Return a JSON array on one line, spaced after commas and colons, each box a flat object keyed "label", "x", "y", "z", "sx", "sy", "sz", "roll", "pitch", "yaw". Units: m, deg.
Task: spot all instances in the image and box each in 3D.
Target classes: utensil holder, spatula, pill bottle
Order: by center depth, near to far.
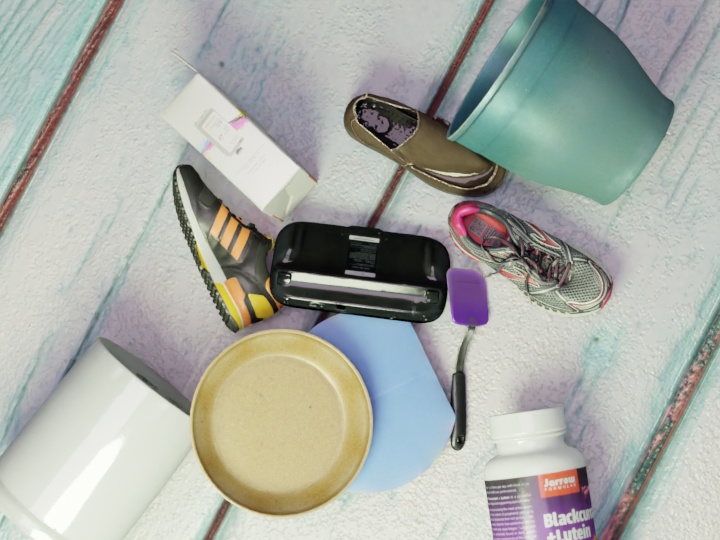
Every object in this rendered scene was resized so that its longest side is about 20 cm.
[{"label": "pill bottle", "x": 0.191, "y": 0.250, "z": 1.678, "sx": 0.110, "sy": 0.111, "sz": 0.202, "roll": -9, "pitch": 84, "yaw": 7}, {"label": "utensil holder", "x": -0.288, "y": 0.197, "z": 1.720, "sx": 0.169, "sy": 0.170, "sz": 0.201, "roll": 37, "pitch": 89, "yaw": 9}, {"label": "spatula", "x": 0.114, "y": 0.099, "z": 1.742, "sx": 0.056, "sy": 0.020, "sz": 0.202, "roll": 3, "pitch": 93, "yaw": -36}]

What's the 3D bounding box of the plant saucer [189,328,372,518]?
[{"label": "plant saucer", "x": -0.087, "y": 0.165, "z": 1.698, "sx": 0.198, "sy": 0.035, "sz": 0.202, "roll": 1, "pitch": 85, "yaw": -10}]

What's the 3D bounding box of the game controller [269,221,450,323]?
[{"label": "game controller", "x": 0.000, "y": 0.000, "z": 1.745, "sx": 0.198, "sy": 0.042, "sz": 0.105, "roll": 8, "pitch": 56, "yaw": 0}]

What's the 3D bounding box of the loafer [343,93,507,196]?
[{"label": "loafer", "x": 0.068, "y": -0.139, "z": 1.747, "sx": 0.198, "sy": 0.071, "sz": 0.074, "roll": 22, "pitch": 88, "yaw": 9}]

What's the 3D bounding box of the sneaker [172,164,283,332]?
[{"label": "sneaker", "x": -0.146, "y": -0.035, "z": 1.777, "sx": 0.089, "sy": 0.070, "sz": 0.202, "roll": -21, "pitch": 81, "yaw": -13}]

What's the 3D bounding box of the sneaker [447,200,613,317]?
[{"label": "sneaker", "x": 0.181, "y": -0.011, "z": 1.720, "sx": 0.199, "sy": 0.075, "sz": 0.081, "roll": 26, "pitch": 89, "yaw": 8}]

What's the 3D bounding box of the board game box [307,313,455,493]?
[{"label": "board game box", "x": 0.010, "y": 0.144, "z": 1.750, "sx": 0.157, "sy": 0.039, "sz": 0.201, "roll": -26, "pitch": 84, "yaw": -1}]

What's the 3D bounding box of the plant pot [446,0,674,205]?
[{"label": "plant pot", "x": 0.223, "y": -0.173, "z": 1.677, "sx": 0.187, "sy": 0.200, "sz": 0.201, "roll": 34, "pitch": 90, "yaw": -6}]

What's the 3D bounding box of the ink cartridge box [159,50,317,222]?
[{"label": "ink cartridge box", "x": -0.148, "y": -0.149, "z": 1.755, "sx": 0.200, "sy": 0.116, "sz": 0.068, "roll": 44, "pitch": 92, "yaw": 10}]
